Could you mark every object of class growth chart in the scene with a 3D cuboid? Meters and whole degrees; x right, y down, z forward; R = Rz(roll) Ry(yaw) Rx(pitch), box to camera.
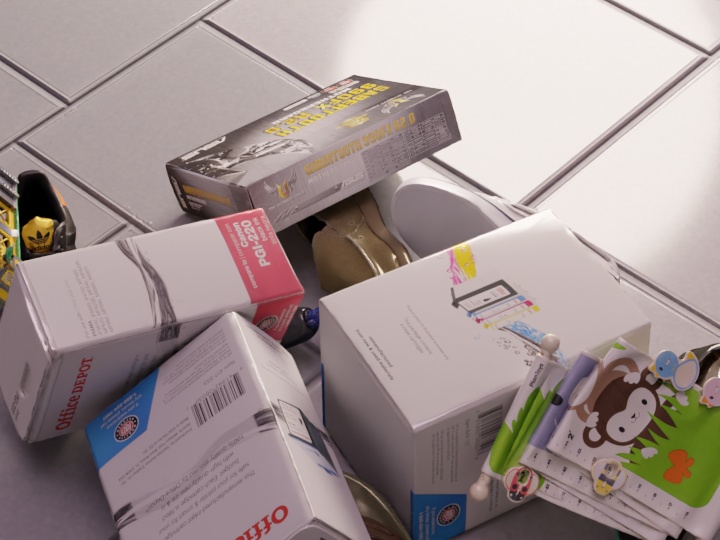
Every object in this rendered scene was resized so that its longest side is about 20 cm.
[{"bbox_3d":[0.188,0.118,1.411,0.199,0.145,0.018,19,5,-16],"label":"growth chart"}]

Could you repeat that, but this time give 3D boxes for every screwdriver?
[{"bbox_3d":[-0.010,0.025,1.547,0.200,0.028,0.029,-24,10,37],"label":"screwdriver"}]

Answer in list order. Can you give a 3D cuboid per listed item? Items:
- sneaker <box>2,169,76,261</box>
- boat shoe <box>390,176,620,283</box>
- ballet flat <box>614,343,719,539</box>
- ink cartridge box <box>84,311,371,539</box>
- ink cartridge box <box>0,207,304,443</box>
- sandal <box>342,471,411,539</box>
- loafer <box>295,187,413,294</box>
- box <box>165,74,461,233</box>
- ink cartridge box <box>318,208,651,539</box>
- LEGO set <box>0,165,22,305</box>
[{"bbox_3d":[-0.252,0.007,1.603,0.070,0.090,0.200,-10,46,-8],"label":"sneaker"},{"bbox_3d":[0.116,-0.021,1.621,0.200,0.074,0.065,31,32,-6],"label":"boat shoe"},{"bbox_3d":[0.239,0.123,1.485,0.068,0.068,0.200,38,48,-14],"label":"ballet flat"},{"bbox_3d":[-0.094,0.154,1.419,0.146,0.086,0.200,-38,48,14],"label":"ink cartridge box"},{"bbox_3d":[-0.161,0.042,1.500,0.199,0.146,0.085,-15,65,-27],"label":"ink cartridge box"},{"bbox_3d":[0.006,0.205,1.416,0.080,0.057,0.201,-38,56,-8],"label":"sandal"},{"bbox_3d":[0.000,0.000,1.621,0.067,0.076,0.200,-18,36,-8],"label":"loafer"},{"bbox_3d":[-0.041,-0.098,1.683,0.200,0.048,0.158,-27,21,-22],"label":"box"},{"bbox_3d":[0.090,0.078,1.487,0.199,0.148,0.145,-21,49,-19],"label":"ink cartridge box"},{"bbox_3d":[-0.355,-0.026,1.565,0.199,0.116,0.154,-17,54,25],"label":"LEGO set"}]
